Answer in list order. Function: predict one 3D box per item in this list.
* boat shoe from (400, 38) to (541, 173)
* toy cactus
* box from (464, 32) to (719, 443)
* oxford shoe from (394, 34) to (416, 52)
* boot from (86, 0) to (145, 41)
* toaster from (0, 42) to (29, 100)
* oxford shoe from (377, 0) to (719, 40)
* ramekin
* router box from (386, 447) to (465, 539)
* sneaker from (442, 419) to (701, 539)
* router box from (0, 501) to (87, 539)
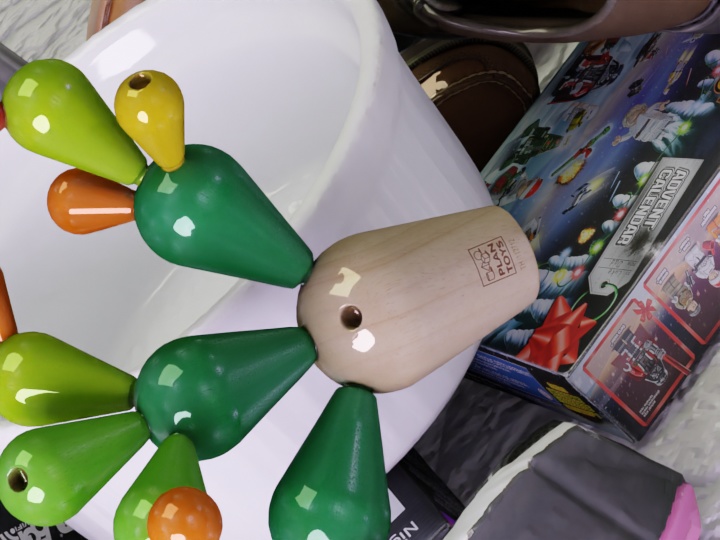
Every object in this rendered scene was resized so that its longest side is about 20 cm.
[{"bbox_3d":[0.000,0.000,0.999,0.200,0.072,0.068,-49,28,21],"label":"boat shoe"},{"bbox_3d":[-0.026,0.019,0.741,0.164,0.201,0.102,-23,-15,-22],"label":"toy cactus"},{"bbox_3d":[0.104,-0.044,0.912,0.200,0.040,0.137,-53,26,-10],"label":"box"},{"bbox_3d":[-0.041,-0.097,1.198,0.200,0.073,0.084,-35,23,2],"label":"oxford shoe"},{"bbox_3d":[-0.003,-0.124,1.106,0.155,0.077,0.200,39,81,23],"label":"boot"},{"bbox_3d":[-0.194,-0.016,1.106,0.113,0.129,0.201,-7,49,51],"label":"toaster"},{"bbox_3d":[0.035,-0.112,0.905,0.084,0.073,0.199,-11,10,-41],"label":"oxford shoe"},{"bbox_3d":[-0.050,0.002,0.890,0.200,0.098,0.201,-27,35,22],"label":"ramekin"},{"bbox_3d":[-0.047,0.138,0.887,0.200,0.051,0.149,-48,27,2],"label":"router box"},{"bbox_3d":[0.014,0.126,0.774,0.200,0.080,0.086,-54,24,-13],"label":"sneaker"},{"bbox_3d":[-0.189,0.137,1.031,0.200,0.062,0.150,-23,2,45],"label":"router box"}]
